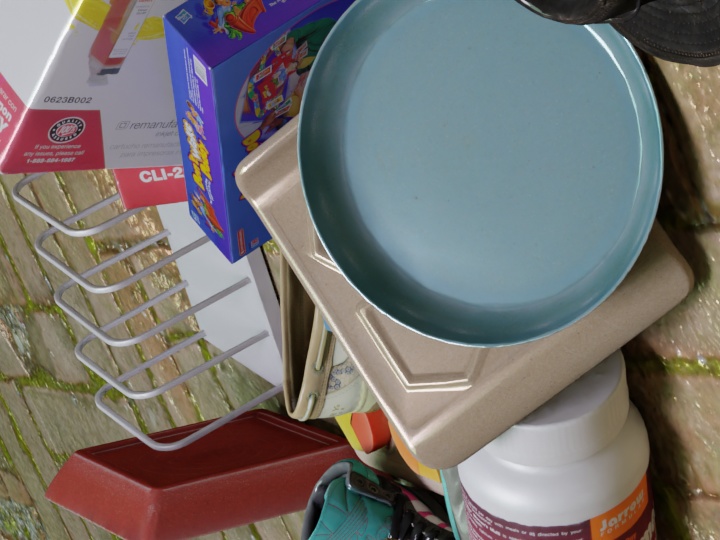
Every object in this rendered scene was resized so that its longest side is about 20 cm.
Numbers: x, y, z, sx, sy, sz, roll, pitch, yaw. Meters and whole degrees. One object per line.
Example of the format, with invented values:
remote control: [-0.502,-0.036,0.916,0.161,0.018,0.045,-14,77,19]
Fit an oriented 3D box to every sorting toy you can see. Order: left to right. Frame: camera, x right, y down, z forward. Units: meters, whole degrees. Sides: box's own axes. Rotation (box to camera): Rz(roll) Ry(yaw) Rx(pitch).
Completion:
sorting toy: [0.012,0.067,1.796,0.185,0.036,0.200,15,131,61]
sorting toy: [0.054,-0.023,1.436,0.200,0.185,0.036,55,-157,8]

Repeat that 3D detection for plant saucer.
plant saucer: [-0.106,0.143,1.957,0.200,0.199,0.037,12,112,62]
plant saucer: [0.063,-0.062,1.383,0.200,0.027,0.201,4,99,24]

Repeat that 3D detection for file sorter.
file sorter: [-0.150,0.011,1.969,0.139,0.124,0.200,30,144,54]

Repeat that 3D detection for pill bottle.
pill bottle: [0.113,0.128,1.545,0.110,0.109,0.200,41,151,41]

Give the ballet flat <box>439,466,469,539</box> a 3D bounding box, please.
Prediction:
ballet flat: [0.067,0.088,1.681,0.064,0.067,0.200,-9,115,28]

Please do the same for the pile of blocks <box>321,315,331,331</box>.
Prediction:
pile of blocks: [0.000,0.000,1.594,0.062,0.082,0.200,75,-178,-49]

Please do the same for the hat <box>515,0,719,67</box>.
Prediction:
hat: [0.094,-0.168,1.247,0.201,0.081,0.201,49,157,29]

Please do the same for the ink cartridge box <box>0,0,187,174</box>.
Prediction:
ink cartridge box: [-0.122,-0.154,1.470,0.083,0.145,0.200,52,128,30]

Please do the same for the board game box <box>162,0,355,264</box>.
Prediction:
board game box: [-0.036,-0.103,1.511,0.045,0.134,0.200,48,161,25]

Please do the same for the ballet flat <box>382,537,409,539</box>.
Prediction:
ballet flat: [0.082,0.215,1.689,0.199,0.076,0.064,12,137,20]

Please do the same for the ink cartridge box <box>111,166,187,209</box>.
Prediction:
ink cartridge box: [-0.120,-0.162,1.646,0.144,0.083,0.200,-79,-23,-54]

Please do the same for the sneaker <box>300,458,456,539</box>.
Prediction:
sneaker: [0.025,0.183,1.793,0.200,0.121,0.084,29,99,54]

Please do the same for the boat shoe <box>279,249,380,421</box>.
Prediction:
boat shoe: [-0.026,-0.007,1.695,0.073,0.063,0.201,-11,88,64]
